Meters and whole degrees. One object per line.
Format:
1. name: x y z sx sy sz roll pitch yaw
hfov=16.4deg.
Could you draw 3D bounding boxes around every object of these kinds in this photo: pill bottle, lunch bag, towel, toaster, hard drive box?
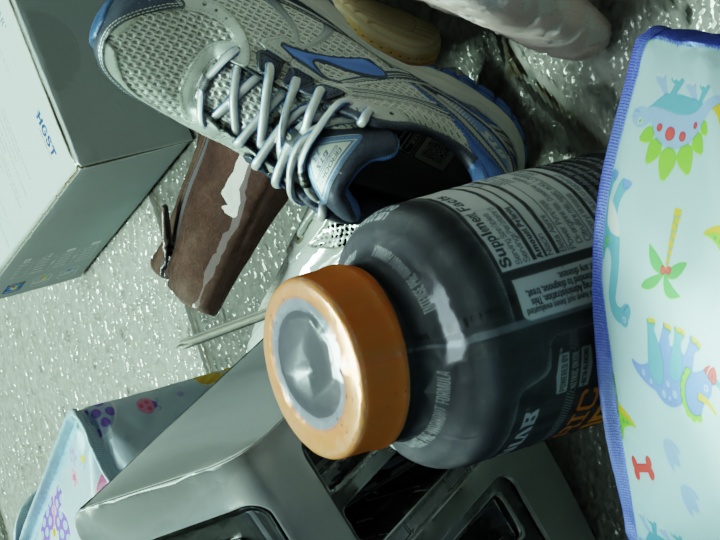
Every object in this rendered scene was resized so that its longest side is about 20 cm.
1. pill bottle: 0.062 0.015 0.982 0.106 0.199 0.107 31 128 50
2. lunch bag: 0.169 0.017 0.882 0.170 0.127 0.201 19 128 54
3. towel: -0.011 -0.133 1.000 0.190 0.200 0.032 19 93 22
4. toaster: 0.000 0.123 1.117 0.118 0.200 0.182 -20 106 42
5. lunch bag: -0.087 0.141 1.305 0.127 0.169 0.200 56 145 26
6. hard drive box: -0.192 -0.094 1.467 0.200 0.076 0.157 -42 67 57

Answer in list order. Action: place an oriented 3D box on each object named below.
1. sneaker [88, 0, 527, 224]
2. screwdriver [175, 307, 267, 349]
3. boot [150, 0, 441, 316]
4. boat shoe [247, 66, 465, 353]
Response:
1. sneaker: -0.017 -0.065 1.035 0.085 0.199 0.077 -96 29 -59
2. screwdriver: 0.000 0.000 1.141 0.199 0.028 0.029 -16 66 23
3. boot: -0.035 -0.054 1.171 0.167 0.072 0.200 -68 20 4
4. boat shoe: 0.006 -0.022 1.189 0.200 0.070 0.070 -46 51 40
